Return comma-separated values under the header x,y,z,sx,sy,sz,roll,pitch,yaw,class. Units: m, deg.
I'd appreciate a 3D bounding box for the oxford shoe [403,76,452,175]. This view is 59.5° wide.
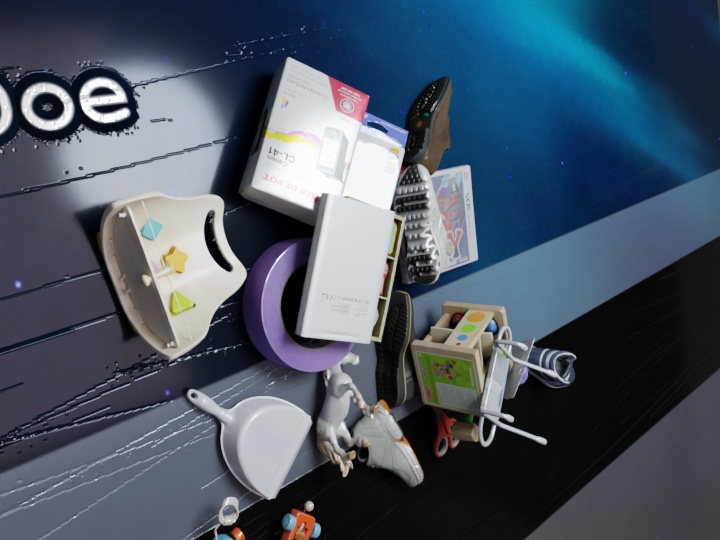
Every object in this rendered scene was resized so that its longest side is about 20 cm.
x,y,z,sx,sy,sz,roll,pitch,yaw,class
0.132,-0.261,1.149,0.084,0.071,0.205,35,65,-36,oxford shoe

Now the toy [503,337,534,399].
x,y,z,sx,sy,sz,roll,pitch,yaw,class
0.278,0.204,1.200,0.046,0.200,0.118,28,70,-8,toy

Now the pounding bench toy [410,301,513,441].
x,y,z,sx,sy,sz,roll,pitch,yaw,class
0.193,0.179,1.125,0.156,0.121,0.205,-42,126,-45,pounding bench toy

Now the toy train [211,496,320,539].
x,y,z,sx,sy,sz,roll,pitch,yaw,class
-0.157,0.409,0.952,0.198,0.055,0.154,30,72,-38,toy train

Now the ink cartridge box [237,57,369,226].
x,y,z,sx,sy,sz,roll,pitch,yaw,class
-0.084,-0.190,0.955,0.144,0.085,0.206,18,79,-22,ink cartridge box

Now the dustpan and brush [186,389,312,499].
x,y,z,sx,sy,sz,roll,pitch,yaw,class
-0.175,0.233,0.938,0.200,0.056,0.142,46,63,-37,dustpan and brush

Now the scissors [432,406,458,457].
x,y,z,sx,sy,sz,roll,pitch,yaw,class
0.153,0.269,1.189,0.072,0.014,0.205,-31,123,-28,scissors

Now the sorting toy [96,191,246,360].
x,y,z,sx,sy,sz,roll,pitch,yaw,class
-0.239,-0.015,0.853,0.178,0.105,0.206,-29,108,-42,sorting toy

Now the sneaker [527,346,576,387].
x,y,z,sx,sy,sz,roll,pitch,yaw,class
0.442,0.220,1.385,0.197,0.107,0.072,26,77,-36,sneaker

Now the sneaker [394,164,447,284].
x,y,z,sx,sy,sz,roll,pitch,yaw,class
0.111,-0.084,1.096,0.080,0.073,0.207,-27,113,-49,sneaker

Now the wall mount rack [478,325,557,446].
x,y,z,sx,sy,sz,roll,pitch,yaw,class
0.262,0.203,1.053,0.173,0.073,0.206,37,64,-49,wall mount rack

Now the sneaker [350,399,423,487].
x,y,z,sx,sy,sz,roll,pitch,yaw,class
0.042,0.318,1.107,0.090,0.076,0.203,-30,120,-5,sneaker

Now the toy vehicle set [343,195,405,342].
x,y,z,sx,sy,sz,roll,pitch,yaw,class
0.000,0.000,0.993,0.122,0.026,0.207,15,85,-38,toy vehicle set

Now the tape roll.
x,y,z,sx,sy,sz,roll,pitch,yaw,class
-0.085,0.052,0.991,0.196,0.065,0.207,0,91,-38,tape roll

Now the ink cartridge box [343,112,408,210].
x,y,z,sx,sy,sz,roll,pitch,yaw,class
0.002,-0.155,1.049,0.116,0.042,0.206,18,82,-16,ink cartridge box

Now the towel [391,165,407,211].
x,y,z,sx,sy,sz,roll,pitch,yaw,class
0.066,-0.117,1.133,0.197,0.022,0.149,22,79,-37,towel

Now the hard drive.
x,y,z,sx,sy,sz,roll,pitch,yaw,class
-0.021,0.001,0.936,0.129,0.026,0.207,10,91,-38,hard drive

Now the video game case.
x,y,z,sx,sy,sz,roll,pitch,yaw,class
0.143,-0.089,1.172,0.196,0.023,0.188,-17,104,-37,video game case

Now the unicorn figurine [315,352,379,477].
x,y,z,sx,sy,sz,roll,pitch,yaw,class
-0.028,0.211,1.015,0.073,0.136,0.204,27,89,-44,unicorn figurine

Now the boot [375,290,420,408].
x,y,z,sx,sy,sz,roll,pitch,yaw,class
0.096,0.133,1.140,0.136,0.076,0.207,-6,107,-42,boot
